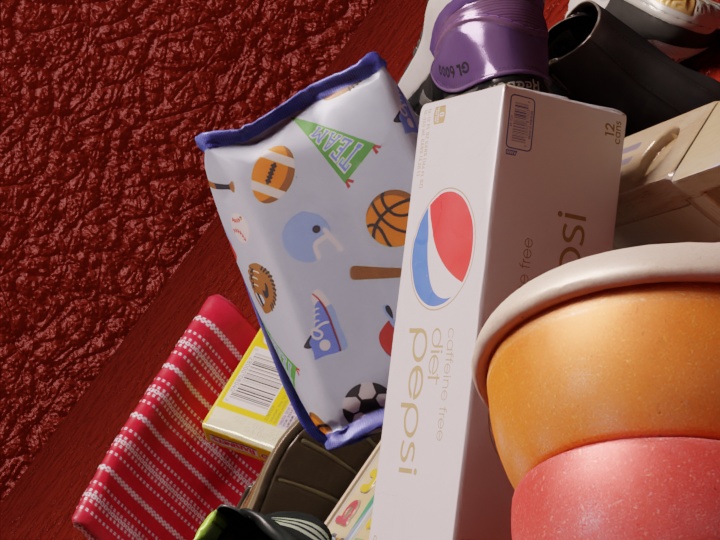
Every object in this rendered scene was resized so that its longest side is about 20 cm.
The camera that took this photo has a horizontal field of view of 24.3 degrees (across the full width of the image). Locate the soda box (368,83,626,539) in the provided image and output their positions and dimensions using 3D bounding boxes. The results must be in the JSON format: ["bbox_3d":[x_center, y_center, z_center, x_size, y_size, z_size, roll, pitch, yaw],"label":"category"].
[{"bbox_3d":[0.055,0.029,0.688,0.068,0.064,0.201,-4,77,61],"label":"soda box"}]

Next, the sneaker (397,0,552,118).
[{"bbox_3d":[0.058,-0.070,0.867,0.200,0.076,0.088,90,173,-70],"label":"sneaker"}]

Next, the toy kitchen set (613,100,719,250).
[{"bbox_3d":[0.171,-0.116,0.699,0.200,0.163,0.180,-56,11,-16],"label":"toy kitchen set"}]

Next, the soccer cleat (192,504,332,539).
[{"bbox_3d":[-0.053,0.150,0.878,0.068,0.081,0.200,-54,11,-8],"label":"soccer cleat"}]

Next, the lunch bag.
[{"bbox_3d":[0.000,0.000,0.868,0.124,0.170,0.200,-22,-4,3],"label":"lunch bag"}]

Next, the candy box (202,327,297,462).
[{"bbox_3d":[-0.018,0.051,1.160,0.200,0.102,0.026,-59,-21,-32],"label":"candy box"}]

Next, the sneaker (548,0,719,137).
[{"bbox_3d":[0.134,-0.097,0.949,0.075,0.106,0.200,-56,11,-14],"label":"sneaker"}]

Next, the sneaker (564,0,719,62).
[{"bbox_3d":[0.171,-0.134,1.054,0.200,0.076,0.088,-145,76,-83],"label":"sneaker"}]

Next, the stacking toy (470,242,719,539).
[{"bbox_3d":[0.099,0.106,0.497,0.146,0.146,0.200,-39,37,52],"label":"stacking toy"}]

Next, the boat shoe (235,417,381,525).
[{"bbox_3d":[-0.045,0.147,1.019,0.200,0.072,0.068,-55,12,-10],"label":"boat shoe"}]

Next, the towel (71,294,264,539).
[{"bbox_3d":[-0.102,0.133,1.147,0.022,0.145,0.200,-9,41,44],"label":"towel"}]

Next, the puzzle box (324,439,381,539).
[{"bbox_3d":[-0.009,0.170,0.918,0.200,0.025,0.133,-55,10,-11],"label":"puzzle box"}]
